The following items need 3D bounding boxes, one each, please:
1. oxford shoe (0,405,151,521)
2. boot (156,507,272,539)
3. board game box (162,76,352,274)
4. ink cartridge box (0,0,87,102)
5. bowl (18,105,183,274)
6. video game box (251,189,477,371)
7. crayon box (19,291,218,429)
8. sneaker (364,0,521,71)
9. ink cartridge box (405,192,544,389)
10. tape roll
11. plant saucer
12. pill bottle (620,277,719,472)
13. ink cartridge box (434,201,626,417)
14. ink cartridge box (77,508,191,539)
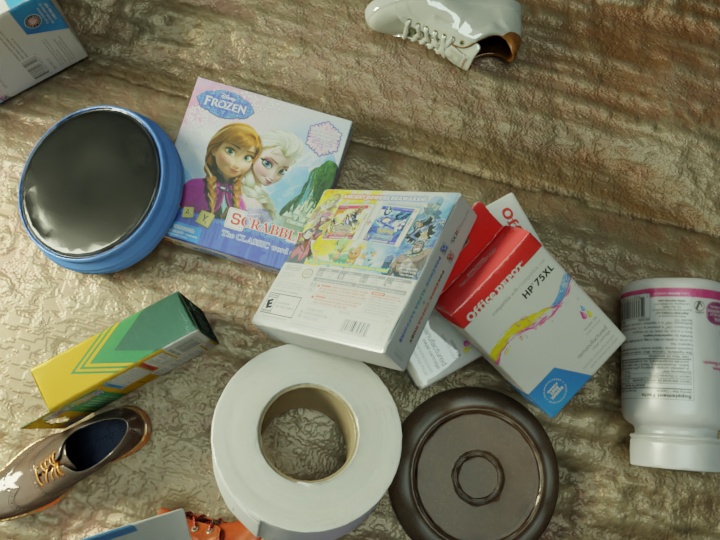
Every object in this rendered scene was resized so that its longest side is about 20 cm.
[{"bbox_3d":[-0.329,0.207,0.812,0.199,0.073,0.072,-32,82,-7],"label":"oxford shoe"},{"bbox_3d":[-0.168,0.290,0.804,0.199,0.075,0.108,-30,76,-6],"label":"boot"},{"bbox_3d":[-0.129,-0.109,0.896,0.198,0.041,0.201,15,79,1],"label":"board game box"},{"bbox_3d":[-0.459,-0.292,0.869,0.199,0.147,0.145,-31,81,-8],"label":"ink cartridge box"},{"bbox_3d":[-0.305,-0.097,0.866,0.199,0.039,0.203,-3,75,12],"label":"bowl"},{"bbox_3d":[0.000,0.000,0.780,0.199,0.047,0.183,8,64,44],"label":"video game box"},{"bbox_3d":[-0.262,0.100,0.808,0.199,0.126,0.052,-29,81,-7],"label":"crayon box"},{"bbox_3d":[0.104,-0.295,0.923,0.198,0.073,0.086,2,76,-3],"label":"sneaker"},{"bbox_3d":[0.118,0.024,0.854,0.199,0.084,0.146,-28,83,-7],"label":"ink cartridge box"},{"bbox_3d":[-0.059,0.183,0.794,0.200,0.071,0.204,5,60,-8],"label":"tape roll"},{"bbox_3d":[0.130,0.232,0.843,0.198,0.032,0.202,0,78,-2],"label":"plant saucer"},{"bbox_3d":[0.348,0.116,0.829,0.112,0.113,0.202,4,79,-1],"label":"pill bottle"},{"bbox_3d":[0.159,0.038,0.768,0.200,0.067,0.116,44,88,-14],"label":"ink cartridge box"},{"bbox_3d":[-0.276,0.306,0.717,0.199,0.145,0.084,-25,76,27],"label":"ink cartridge box"}]
